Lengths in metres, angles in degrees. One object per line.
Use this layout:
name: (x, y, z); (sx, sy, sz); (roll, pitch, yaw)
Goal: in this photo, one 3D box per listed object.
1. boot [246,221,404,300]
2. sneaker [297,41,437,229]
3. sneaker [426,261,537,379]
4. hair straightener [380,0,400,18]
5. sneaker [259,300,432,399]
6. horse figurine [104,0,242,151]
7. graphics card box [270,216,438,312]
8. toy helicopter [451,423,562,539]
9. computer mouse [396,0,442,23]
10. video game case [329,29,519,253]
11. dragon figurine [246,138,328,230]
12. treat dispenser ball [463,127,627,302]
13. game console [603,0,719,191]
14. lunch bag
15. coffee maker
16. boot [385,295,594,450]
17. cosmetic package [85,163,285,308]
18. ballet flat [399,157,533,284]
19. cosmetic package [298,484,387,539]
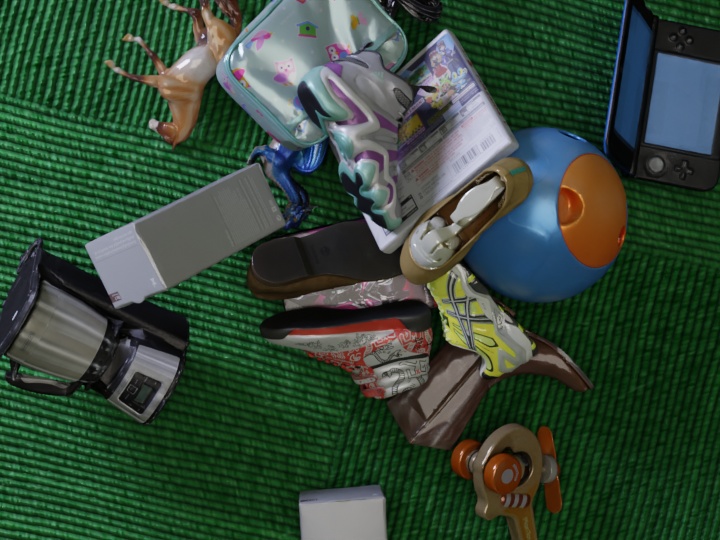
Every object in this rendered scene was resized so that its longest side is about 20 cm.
boot: (-0.037, -0.006, 1.565); (0.200, 0.075, 0.074); (-6, 66, -19)
sneaker: (0.033, -0.156, 1.497); (0.140, 0.078, 0.200); (-34, 111, -18)
sneaker: (0.116, 0.044, 1.556); (0.076, 0.075, 0.200); (-42, 97, 5)
hair straightener: (0.017, -0.293, 1.618); (0.077, 0.041, 0.200); (20, 87, -4)
sneaker: (-0.014, 0.100, 1.575); (0.201, 0.067, 0.108); (-5, 111, -8)
horse figurine: (-0.204, -0.257, 1.594); (0.133, 0.050, 0.200); (41, 84, -16)
graphics card box: (0.000, 0.000, 1.618); (0.200, 0.051, 0.126); (-11, 94, -1)
toy helicopter: (0.195, 0.275, 1.629); (0.132, 0.079, 0.200); (-25, 113, -30)
computer mouse: (0.063, -0.402, 1.590); (0.138, 0.053, 0.200); (29, 78, -25)
video game case: (0.066, -0.147, 1.546); (0.200, 0.023, 0.182); (-40, 56, 23)
dragon figurine: (-0.070, -0.147, 1.603); (0.099, 0.059, 0.200); (25, 86, -5)
treat dispenser ball: (0.205, -0.063, 1.551); (0.201, 0.201, 0.201); (0, 92, -3)
game console: (0.365, -0.208, 1.583); (0.171, 0.118, 0.200); (10, 85, -4)
lunch bag: (-0.049, -0.243, 1.539); (0.160, 0.077, 0.200); (45, 79, -7)
coffee maker: (-0.302, 0.063, 1.554); (0.200, 0.192, 0.135); (28, 134, -22)
boot: (0.153, 0.153, 1.626); (0.186, 0.064, 0.200); (37, 88, 7)
cosmetic package: (-0.194, -0.039, 1.520); (0.200, 0.107, 0.090); (-28, 96, -45)
ballet flat: (0.101, -0.053, 1.462); (0.200, 0.063, 0.069); (-45, 76, 29)
cosmetic package: (-0.017, 0.362, 1.616); (0.107, 0.090, 0.200); (-2, 90, -3)
